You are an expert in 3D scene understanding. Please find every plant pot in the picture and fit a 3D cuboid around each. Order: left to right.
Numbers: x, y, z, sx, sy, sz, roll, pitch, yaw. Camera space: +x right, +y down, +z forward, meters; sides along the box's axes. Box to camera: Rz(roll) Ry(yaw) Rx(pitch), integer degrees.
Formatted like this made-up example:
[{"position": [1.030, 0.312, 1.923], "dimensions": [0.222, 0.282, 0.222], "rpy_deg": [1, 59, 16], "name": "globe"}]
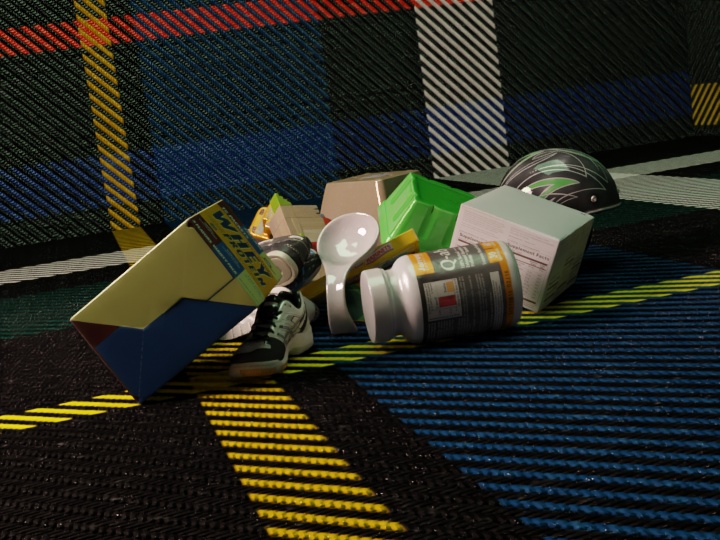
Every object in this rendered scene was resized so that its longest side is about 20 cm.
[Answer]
[{"position": [0.033, -0.090, 1.971], "dimensions": [0.198, 0.180, 0.198], "rpy_deg": [-1, 11, 38], "name": "plant pot"}]

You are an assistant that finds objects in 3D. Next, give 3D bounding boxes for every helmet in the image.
[{"position": [0.324, -0.108, 1.737], "dimensions": [0.197, 0.194, 0.200], "rpy_deg": [16, 17, -5], "name": "helmet"}]

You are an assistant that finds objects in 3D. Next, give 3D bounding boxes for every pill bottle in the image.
[{"position": [0.104, 0.032, 1.370], "dimensions": [0.196, 0.119, 0.116], "rpy_deg": [-9, 9, -9], "name": "pill bottle"}]

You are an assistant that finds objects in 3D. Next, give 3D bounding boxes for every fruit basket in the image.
[{"position": [0.116, -0.043, 1.759], "dimensions": [0.211, 0.218, 0.157], "rpy_deg": [-7, 35, 2], "name": "fruit basket"}]

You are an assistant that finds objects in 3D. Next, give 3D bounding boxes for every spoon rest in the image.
[{"position": [-0.021, -0.008, 1.525], "dimensions": [0.098, 0.061, 0.203], "rpy_deg": [-8, 52, 16], "name": "spoon rest"}]

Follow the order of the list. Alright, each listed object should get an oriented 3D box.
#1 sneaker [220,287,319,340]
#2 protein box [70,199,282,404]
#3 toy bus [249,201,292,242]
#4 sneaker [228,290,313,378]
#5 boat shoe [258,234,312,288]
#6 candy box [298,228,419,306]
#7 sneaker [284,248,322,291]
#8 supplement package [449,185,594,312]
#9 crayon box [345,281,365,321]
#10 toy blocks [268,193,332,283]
[{"position": [-0.157, 0.067, 1.565], "dimensions": [0.197, 0.078, 0.080], "rpy_deg": [-1, -6, 31], "name": "sneaker"}, {"position": [-0.226, 0.033, 1.334], "dimensions": [0.198, 0.136, 0.200], "rpy_deg": [-38, 5, 9], "name": "protein box"}, {"position": [-0.145, -0.052, 1.882], "dimensions": [0.077, 0.066, 0.201], "rpy_deg": [16, -26, 18], "name": "toy bus"}, {"position": [-0.123, 0.080, 1.363], "dimensions": [0.074, 0.089, 0.200], "rpy_deg": [-3, 12, 16], "name": "sneaker"}, {"position": [-0.147, -0.008, 1.574], "dimensions": [0.198, 0.072, 0.068], "rpy_deg": [-15, 34, 47], "name": "boat shoe"}, {"position": [0.000, 0.000, 1.614], "dimensions": [0.198, 0.027, 0.102], "rpy_deg": [-29, -12, 0], "name": "candy box"}, {"position": [-0.121, 0.020, 1.633], "dimensions": [0.199, 0.076, 0.086], "rpy_deg": [-28, -29, 38], "name": "sneaker"}, {"position": [0.236, -0.038, 1.542], "dimensions": [0.154, 0.113, 0.199], "rpy_deg": [22, 20, 21], "name": "supplement package"}, {"position": [0.074, 0.039, 1.550], "dimensions": [0.198, 0.053, 0.125], "rpy_deg": [2, 14, 45], "name": "crayon box"}, {"position": [-0.065, -0.034, 1.751], "dimensions": [0.135, 0.202, 0.100], "rpy_deg": [-3, -33, -35], "name": "toy blocks"}]
